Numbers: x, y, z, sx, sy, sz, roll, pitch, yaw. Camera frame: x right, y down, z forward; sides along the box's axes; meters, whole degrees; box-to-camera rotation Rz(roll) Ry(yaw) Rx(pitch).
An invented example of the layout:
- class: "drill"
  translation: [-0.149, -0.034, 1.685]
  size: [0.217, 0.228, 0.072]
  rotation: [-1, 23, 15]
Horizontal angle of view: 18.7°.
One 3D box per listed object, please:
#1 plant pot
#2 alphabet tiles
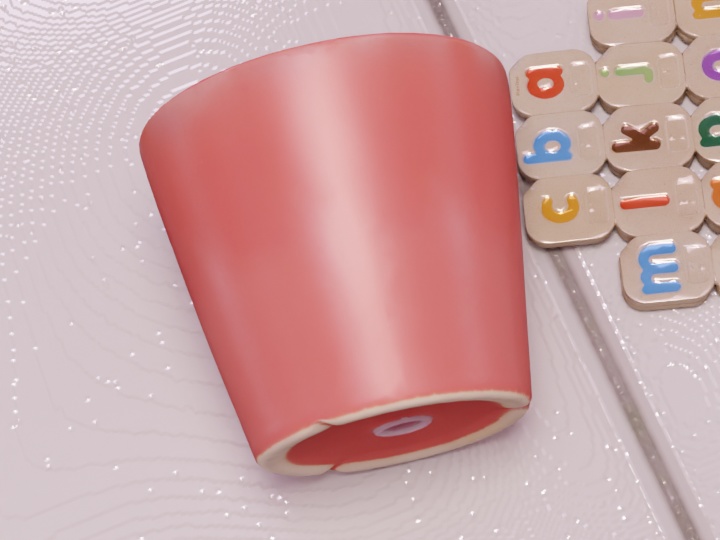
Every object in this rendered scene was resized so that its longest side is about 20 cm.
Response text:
- class: "plant pot"
  translation: [0.000, 0.000, 1.108]
  size: [0.200, 0.200, 0.178]
  rotation: [-13, 74, 1]
- class: "alphabet tiles"
  translation: [0.183, -0.073, 1.207]
  size: [0.195, 0.015, 0.201]
  rotation: [-6, 65, 4]
